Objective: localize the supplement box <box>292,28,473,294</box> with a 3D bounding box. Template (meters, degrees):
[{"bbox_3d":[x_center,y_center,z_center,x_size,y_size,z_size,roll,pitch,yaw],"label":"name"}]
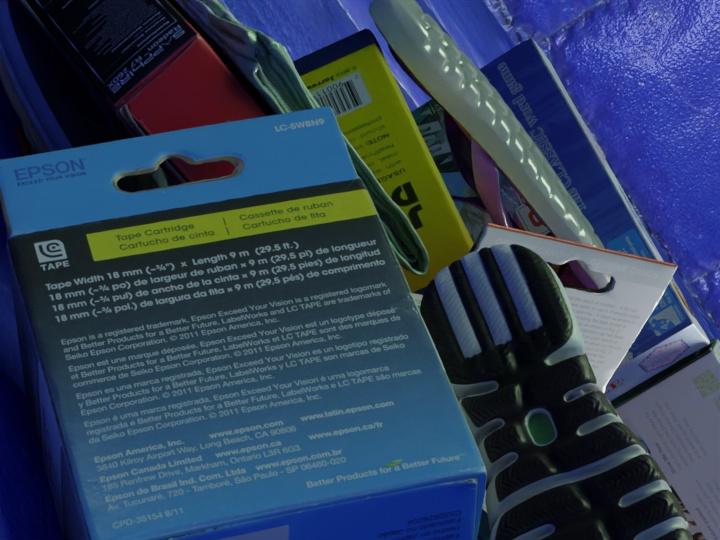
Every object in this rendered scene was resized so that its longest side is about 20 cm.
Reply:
[{"bbox_3d":[0.000,0.000,1.199,0.109,0.109,0.200,65,1,-49],"label":"supplement box"}]

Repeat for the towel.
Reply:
[{"bbox_3d":[-0.049,-0.094,1.100,0.153,0.023,0.200,51,-2,-42],"label":"towel"}]

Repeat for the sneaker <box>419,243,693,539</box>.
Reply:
[{"bbox_3d":[0.086,0.094,0.937,0.116,0.075,0.201,58,15,-62],"label":"sneaker"}]

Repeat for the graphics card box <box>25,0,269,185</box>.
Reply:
[{"bbox_3d":[-0.083,-0.078,1.089,0.126,0.051,0.200,49,-2,-32],"label":"graphics card box"}]

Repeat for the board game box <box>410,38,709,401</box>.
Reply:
[{"bbox_3d":[0.058,0.005,1.358,0.200,0.199,0.041,63,10,27],"label":"board game box"}]

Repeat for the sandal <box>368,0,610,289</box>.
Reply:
[{"bbox_3d":[0.062,-0.059,1.269,0.203,0.050,0.083,51,12,-17],"label":"sandal"}]

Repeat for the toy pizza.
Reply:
[{"bbox_3d":[-0.122,-0.052,1.174,0.200,0.032,0.200,54,11,-15],"label":"toy pizza"}]

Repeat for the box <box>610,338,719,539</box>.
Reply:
[{"bbox_3d":[0.148,0.149,1.353,0.145,0.200,0.036,58,15,-1],"label":"box"}]

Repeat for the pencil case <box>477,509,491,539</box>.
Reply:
[{"bbox_3d":[-0.009,0.092,1.004,0.200,0.085,0.093,42,-33,16],"label":"pencil case"}]

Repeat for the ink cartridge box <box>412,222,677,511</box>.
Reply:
[{"bbox_3d":[0.042,0.055,1.084,0.109,0.200,0.050,11,31,-32],"label":"ink cartridge box"}]

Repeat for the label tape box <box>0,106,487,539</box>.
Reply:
[{"bbox_3d":[-0.051,0.035,0.930,0.063,0.144,0.200,94,-18,-45],"label":"label tape box"}]
